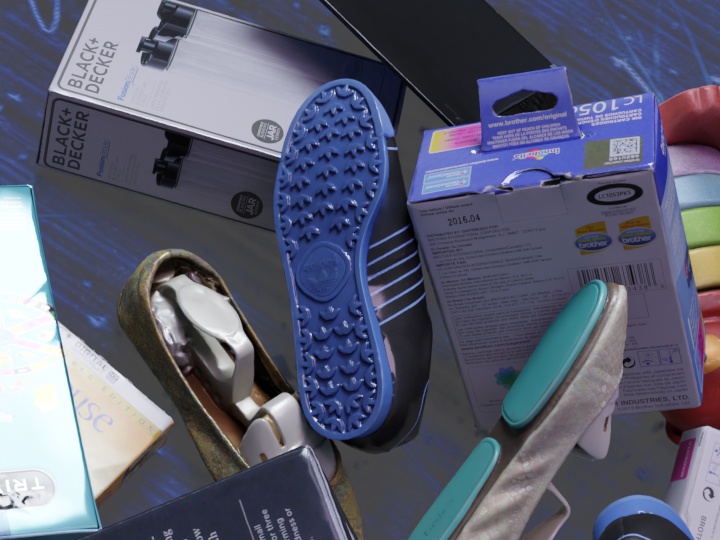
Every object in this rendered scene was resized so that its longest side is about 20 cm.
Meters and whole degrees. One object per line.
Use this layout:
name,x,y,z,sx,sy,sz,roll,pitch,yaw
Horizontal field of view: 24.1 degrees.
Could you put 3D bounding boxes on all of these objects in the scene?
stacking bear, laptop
stacking bear,0.203,0.006,1.056,0.121,0.114,0.201,-16,68,12
laptop,0.031,-0.139,1.061,0.103,0.200,0.177,-42,79,-12

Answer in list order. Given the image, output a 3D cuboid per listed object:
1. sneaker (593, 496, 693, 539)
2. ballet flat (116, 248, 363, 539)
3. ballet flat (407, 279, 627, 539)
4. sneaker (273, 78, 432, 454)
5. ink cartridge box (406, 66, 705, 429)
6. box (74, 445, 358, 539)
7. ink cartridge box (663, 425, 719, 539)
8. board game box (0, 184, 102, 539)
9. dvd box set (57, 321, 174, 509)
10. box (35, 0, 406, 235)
sneaker,0.190,0.209,0.874,0.200,0.070,0.078,46,18,-11
ballet flat,-0.062,0.070,0.904,0.071,0.071,0.200,-25,69,-37
ballet flat,0.096,0.098,0.901,0.062,0.200,0.067,32,10,-14
sneaker,0.000,0.000,0.919,0.078,0.070,0.201,28,58,-63
ink cartridge box,0.109,-0.014,0.932,0.136,0.201,0.077,-7,38,16
box,-0.082,0.177,0.703,0.199,0.149,0.107,-22,63,-1
ink cartridge box,0.263,0.179,0.968,0.199,0.042,0.120,20,76,-8
board game box,-0.219,0.052,0.810,0.150,0.047,0.201,-1,57,-26
dvd box set,-0.208,0.095,0.837,0.146,0.029,0.200,40,49,7
box,-0.079,-0.091,0.998,0.199,0.060,0.117,17,45,-3
